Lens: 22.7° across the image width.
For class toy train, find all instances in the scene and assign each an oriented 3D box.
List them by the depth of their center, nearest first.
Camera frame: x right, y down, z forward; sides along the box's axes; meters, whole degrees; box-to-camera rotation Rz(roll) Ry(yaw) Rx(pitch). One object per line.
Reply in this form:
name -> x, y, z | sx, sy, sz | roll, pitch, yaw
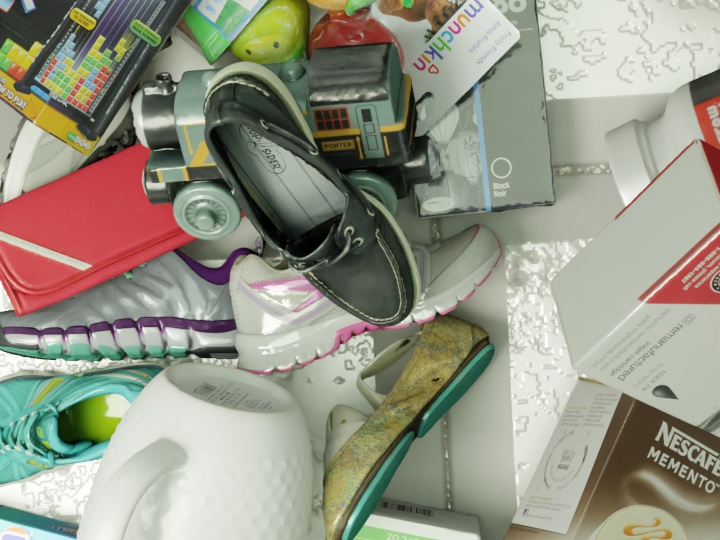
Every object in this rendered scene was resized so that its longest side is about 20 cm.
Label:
toy train -> -0.051, -0.086, 1.162 | 0.199, 0.085, 0.114 | -3, 128, 11

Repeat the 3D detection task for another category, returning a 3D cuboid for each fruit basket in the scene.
fruit basket -> -0.024, -0.164, 1.188 | 0.200, 0.094, 0.185 | 47, 125, -1

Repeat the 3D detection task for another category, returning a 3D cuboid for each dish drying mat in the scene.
dish drying mat -> -0.158, -0.042, 1.215 | 0.199, 0.018, 0.077 | -26, 84, -23

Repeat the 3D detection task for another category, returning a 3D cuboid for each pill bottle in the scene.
pill bottle -> 0.270, -0.084, 1.172 | 0.199, 0.116, 0.116 | -22, 90, 17

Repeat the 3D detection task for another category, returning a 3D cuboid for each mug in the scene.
mug -> -0.113, 0.159, 1.120 | 0.147, 0.200, 0.176 | 19, 103, 22

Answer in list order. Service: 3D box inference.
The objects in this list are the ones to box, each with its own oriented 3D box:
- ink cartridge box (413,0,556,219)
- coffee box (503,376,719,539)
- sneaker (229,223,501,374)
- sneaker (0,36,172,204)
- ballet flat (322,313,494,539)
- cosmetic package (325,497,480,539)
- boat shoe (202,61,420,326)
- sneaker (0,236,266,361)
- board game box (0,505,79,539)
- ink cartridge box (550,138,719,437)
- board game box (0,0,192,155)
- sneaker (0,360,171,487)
ink cartridge box -> 0.077, -0.139, 1.233 | 0.099, 0.039, 0.201 | -7, 91, 5
coffee box -> 0.163, 0.186, 1.181 | 0.114, 0.080, 0.201 | 29, 81, -21
sneaker -> 0.000, 0.000, 1.203 | 0.199, 0.081, 0.089 | -20, 94, -16
sneaker -> -0.193, -0.093, 1.236 | 0.079, 0.074, 0.201 | 22, 93, -2
ballet flat -> 0.016, 0.099, 1.194 | 0.071, 0.071, 0.200 | 40, 55, 1
cosmetic package -> 0.014, 0.262, 1.228 | 0.107, 0.085, 0.201 | 9, 91, 2
boat shoe -> -0.032, -0.034, 1.106 | 0.074, 0.066, 0.200 | -23, 113, 20
sneaker -> -0.161, 0.018, 1.245 | 0.199, 0.074, 0.088 | 0, 82, -7
board game box -> -0.196, 0.261, 1.261 | 0.199, 0.045, 0.153 | 13, 93, 4
ink cartridge box -> 0.245, 0.027, 1.138 | 0.199, 0.084, 0.144 | 24, 126, -28
board game box -> -0.202, -0.191, 1.181 | 0.200, 0.057, 0.166 | 34, 92, 41
sneaker -> -0.215, 0.105, 1.234 | 0.199, 0.080, 0.078 | -17, 92, 17
